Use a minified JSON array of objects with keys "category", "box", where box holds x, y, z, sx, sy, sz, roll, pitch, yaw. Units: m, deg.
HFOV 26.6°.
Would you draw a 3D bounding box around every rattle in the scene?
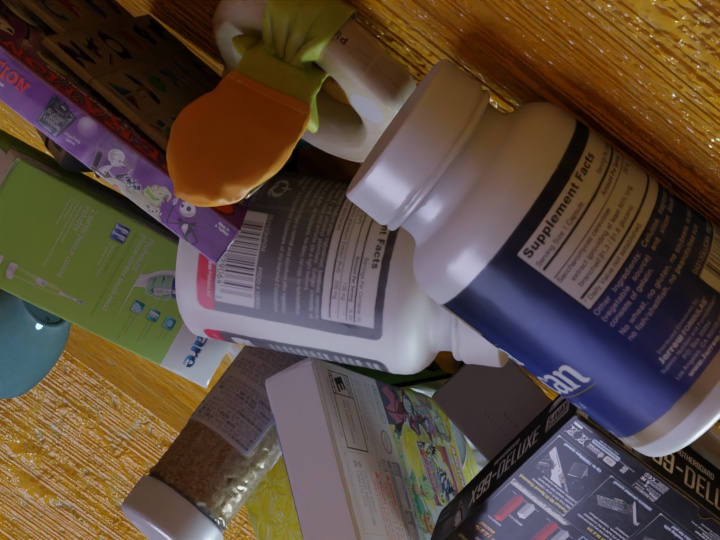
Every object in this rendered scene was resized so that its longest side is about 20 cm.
[{"category":"rattle","box":[-0.056,-0.068,0.847,0.129,0.144,0.200,24,164,-19]}]

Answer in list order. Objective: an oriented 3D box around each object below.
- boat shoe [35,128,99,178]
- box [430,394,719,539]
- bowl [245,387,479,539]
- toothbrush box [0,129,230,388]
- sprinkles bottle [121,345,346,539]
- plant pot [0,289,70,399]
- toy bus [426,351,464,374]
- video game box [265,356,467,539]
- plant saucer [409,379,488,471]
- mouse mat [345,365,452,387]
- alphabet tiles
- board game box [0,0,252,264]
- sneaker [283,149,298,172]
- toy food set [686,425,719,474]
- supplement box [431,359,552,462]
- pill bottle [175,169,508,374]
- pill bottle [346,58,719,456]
[{"category":"boat shoe","box":[-0.191,-0.111,1.087,0.086,0.075,0.202,48,-169,9]},{"category":"box","box":[0.165,0.178,0.939,0.199,0.050,0.158,36,124,-6]},{"category":"bowl","box":[0.021,0.153,1.151,0.199,0.201,0.108,36,132,-4]},{"category":"toothbrush box","box":[-0.190,-0.013,1.074,0.199,0.087,0.145,31,-178,-27]},{"category":"sprinkles bottle","box":[-0.075,0.099,1.018,0.068,0.201,0.068,33,162,12]},{"category":"plant pot","box":[-0.491,0.065,2.171,0.134,0.201,0.200,-29,123,33]},{"category":"toy bus","box":[0.000,0.000,1.069,0.199,0.065,0.078,24,159,37]},{"category":"video game box","box":[0.023,0.168,0.985,0.047,0.202,0.182,-27,154,25]},{"category":"plant saucer","box":[0.063,0.131,1.305,0.198,0.051,0.201,16,147,11]},{"category":"mouse mat","box":[-0.002,0.050,1.155,0.160,0.008,0.199,-6,-159,-44]},{"category":"alphabet tiles","box":[-0.114,-0.109,0.885,0.166,0.006,0.200,41,-165,-2]},{"category":"board game box","box":[-0.143,-0.089,0.820,0.199,0.032,0.120,38,-161,-11]},{"category":"sneaker","box":[-0.087,-0.084,1.022,0.201,0.087,0.076,56,-158,-7]},{"category":"toy food set","box":[0.264,0.141,0.969,0.199,0.061,0.144,34,154,0]},{"category":"supplement box","box":[0.119,0.120,1.081,0.109,0.061,0.200,47,179,15]},{"category":"pill bottle","box":[-0.003,0.002,0.925,0.198,0.112,0.111,10,159,15]},{"category":"pill bottle","box":[0.095,-0.010,0.736,0.199,0.112,0.111,36,165,-5]}]
